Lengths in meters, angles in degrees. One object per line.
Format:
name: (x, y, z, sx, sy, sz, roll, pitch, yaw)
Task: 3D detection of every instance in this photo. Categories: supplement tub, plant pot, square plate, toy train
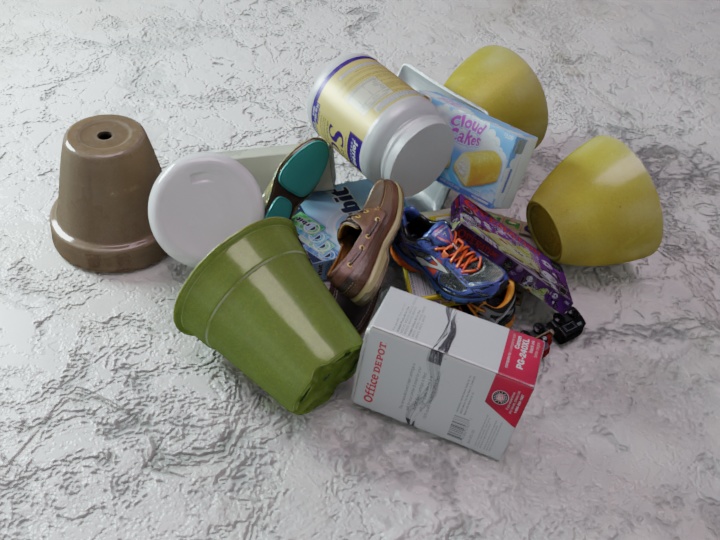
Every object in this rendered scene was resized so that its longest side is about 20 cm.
supplement tub: (0.029, -0.216, 1.150, 0.145, 0.146, 0.200, -24, 53, -30)
plant pot: (0.203, -0.267, 1.344, 0.141, 0.201, 0.200, -32, 54, -24)
plant pot: (-0.365, -0.124, 1.133, 0.198, 0.176, 0.201, 3, 43, -3)
square plate: (0.102, -0.213, 1.289, 0.198, 0.201, 0.028, 40, 25, 31)
plant pot: (0.340, -0.086, 1.182, 0.141, 0.201, 0.201, -23, 48, -11)
supplement tub: (-0.206, -0.083, 1.041, 0.143, 0.146, 0.200, -4, 7, -11)
plant pot: (-0.098, 0.072, 0.963, 0.199, 0.201, 0.190, -30, 66, -34)
toy train: (0.238, 0.103, 1.066, 0.199, 0.034, 0.046, -22, 61, -29)

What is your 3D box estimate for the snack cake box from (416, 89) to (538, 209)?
snack cake box: (0.157, -0.187, 1.181, 0.199, 0.116, 0.067, 33, 26, 34)

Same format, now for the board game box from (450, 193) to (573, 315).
board game box: (0.215, -0.026, 1.111, 0.199, 0.032, 0.120, 34, 20, -10)

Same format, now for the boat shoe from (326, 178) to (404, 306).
boat shoe: (0.007, -0.051, 1.017, 0.067, 0.072, 0.201, 30, 53, -17)

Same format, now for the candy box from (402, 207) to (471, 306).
candy box: (0.107, -0.021, 1.097, 0.101, 0.027, 0.201, -10, 38, 3)

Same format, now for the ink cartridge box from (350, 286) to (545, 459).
ink cartridge box: (0.101, 0.123, 0.931, 0.198, 0.146, 0.084, 20, 43, 9)

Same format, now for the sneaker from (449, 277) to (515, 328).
sneaker: (0.142, 0.069, 1.056, 0.078, 0.078, 0.199, 37, 51, 27)

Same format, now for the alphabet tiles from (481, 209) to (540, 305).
alphabet tiles: (0.223, -0.024, 1.220, 0.166, 0.008, 0.201, 17, 43, 11)

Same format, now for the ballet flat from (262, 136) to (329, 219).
ballet flat: (-0.117, -0.116, 1.167, 0.070, 0.071, 0.201, 25, 81, 20)

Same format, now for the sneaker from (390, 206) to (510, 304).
sneaker: (0.109, -0.021, 1.013, 0.075, 0.079, 0.199, -36, 46, -29)

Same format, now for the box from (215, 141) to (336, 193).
box: (-0.140, -0.160, 1.237, 0.198, 0.069, 0.082, -4, 19, 4)

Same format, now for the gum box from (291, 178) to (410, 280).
gum box: (-0.013, -0.070, 1.213, 0.198, 0.045, 0.170, -13, 46, -20)

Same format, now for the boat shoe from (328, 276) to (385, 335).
boat shoe: (0.000, 0.000, 1.083, 0.070, 0.070, 0.202, 17, 62, -4)
